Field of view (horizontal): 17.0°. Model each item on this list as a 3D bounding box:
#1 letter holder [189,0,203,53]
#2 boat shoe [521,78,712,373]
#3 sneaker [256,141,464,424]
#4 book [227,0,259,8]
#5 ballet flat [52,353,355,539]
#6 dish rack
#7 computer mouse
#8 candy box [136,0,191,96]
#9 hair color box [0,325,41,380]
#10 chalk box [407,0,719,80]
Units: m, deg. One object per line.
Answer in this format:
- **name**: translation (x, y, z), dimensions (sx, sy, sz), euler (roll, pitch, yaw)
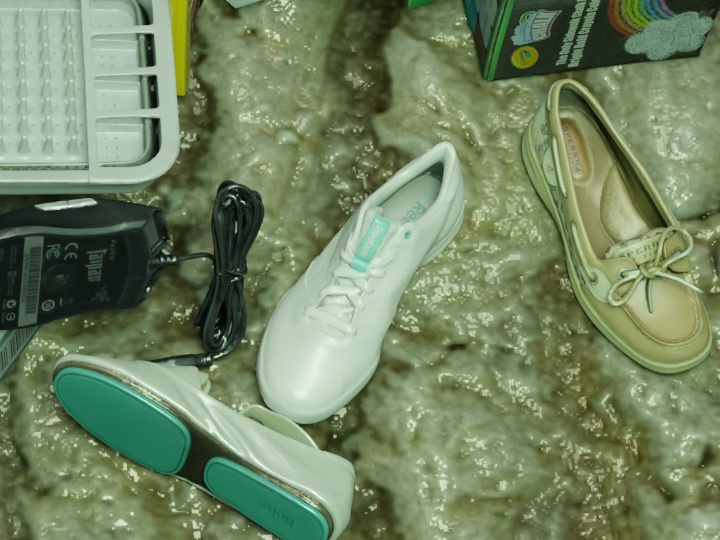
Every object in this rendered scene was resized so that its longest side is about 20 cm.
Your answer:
- **letter holder**: translation (-0.195, -0.219, 1.578), dimensions (0.199, 0.143, 0.101), euler (13, 33, -2)
- **boat shoe**: translation (0.162, -0.027, 1.530), dimensions (0.073, 0.063, 0.200), euler (-24, 70, -16)
- **sneaker**: translation (0.000, 0.000, 1.489), dimensions (0.075, 0.089, 0.200), euler (30, 66, 7)
- **book**: translation (-0.006, -0.255, 1.564), dimensions (0.048, 0.200, 0.134), euler (34, 58, -39)
- **ballet flat**: translation (-0.091, 0.098, 1.456), dimensions (0.200, 0.069, 0.070), euler (29, 66, 4)
- **dish rack**: translation (-0.213, -0.110, 1.456), dimensions (0.199, 0.044, 0.172), euler (0, 55, -10)
- **computer mouse**: translation (-0.158, 0.011, 1.448), dimensions (0.199, 0.141, 0.046), euler (-12, 40, -21)
- **candy box**: translation (-0.208, -0.169, 1.537), dimensions (0.199, 0.103, 0.026), euler (5, 31, 2)
- **hair color box**: translation (-0.293, -0.008, 1.482), dimensions (0.200, 0.061, 0.099), euler (31, 65, 9)
- **chalk box**: translation (0.128, -0.211, 1.579), dimensions (0.199, 0.125, 0.124), euler (-7, 66, -10)
